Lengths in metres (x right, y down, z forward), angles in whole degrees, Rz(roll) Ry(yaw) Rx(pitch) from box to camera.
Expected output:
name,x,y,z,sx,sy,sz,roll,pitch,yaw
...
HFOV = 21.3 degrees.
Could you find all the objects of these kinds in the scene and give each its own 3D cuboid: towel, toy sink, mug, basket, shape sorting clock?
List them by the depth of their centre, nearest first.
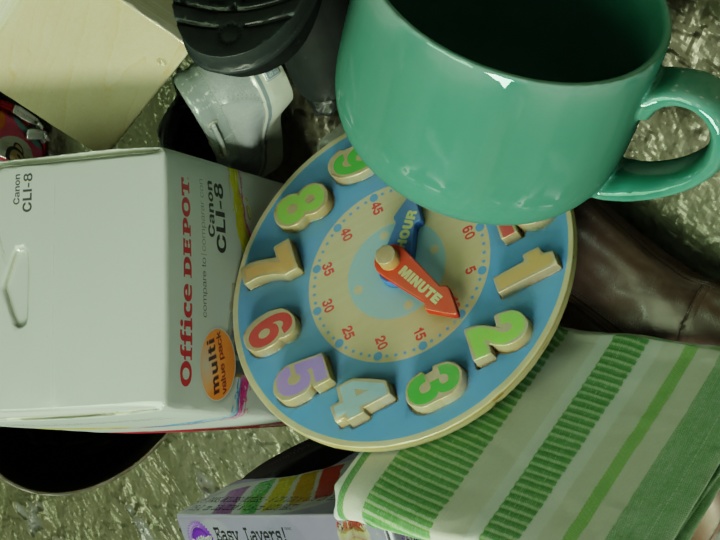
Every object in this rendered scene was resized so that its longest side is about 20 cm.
name,x,y,z,sx,sy,sz,roll,pitch,yaw
mug,0.072,-0.085,0.934,0.185,0.152,0.115,52,143,32
towel,0.094,0.085,0.945,0.200,0.153,0.023,8,137,42
shape sorting clock,0.019,0.000,1.011,0.200,0.200,0.039,28,166,35
toy sink,-0.125,-0.189,1.111,0.112,0.200,0.130,33,142,-13
basket,-0.193,0.072,1.312,0.136,0.181,0.200,36,167,-6

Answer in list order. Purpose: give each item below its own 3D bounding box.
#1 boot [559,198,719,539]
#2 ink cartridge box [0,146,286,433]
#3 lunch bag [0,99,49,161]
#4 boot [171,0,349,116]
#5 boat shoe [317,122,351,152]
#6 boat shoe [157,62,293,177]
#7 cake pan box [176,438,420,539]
name,x,y,z,sx,sy,sz,roll,pitch,yaw
boot,0.137,0.057,1.026,0.200,0.064,0.187,32,120,28
ink cartridge box,-0.125,0.018,1.107,0.144,0.200,0.146,-5,83,25
lunch bag,-0.306,-0.044,1.411,0.176,0.082,0.200,16,134,-3
boot,-0.035,-0.141,0.980,0.073,0.199,0.163,-3,147,12
boat shoe,0.000,0.000,1.139,0.071,0.070,0.200,28,131,35
boat shoe,-0.089,-0.090,1.132,0.070,0.071,0.201,59,168,7
cake pan box,0.018,0.123,1.106,0.200,0.184,0.052,-9,102,51
